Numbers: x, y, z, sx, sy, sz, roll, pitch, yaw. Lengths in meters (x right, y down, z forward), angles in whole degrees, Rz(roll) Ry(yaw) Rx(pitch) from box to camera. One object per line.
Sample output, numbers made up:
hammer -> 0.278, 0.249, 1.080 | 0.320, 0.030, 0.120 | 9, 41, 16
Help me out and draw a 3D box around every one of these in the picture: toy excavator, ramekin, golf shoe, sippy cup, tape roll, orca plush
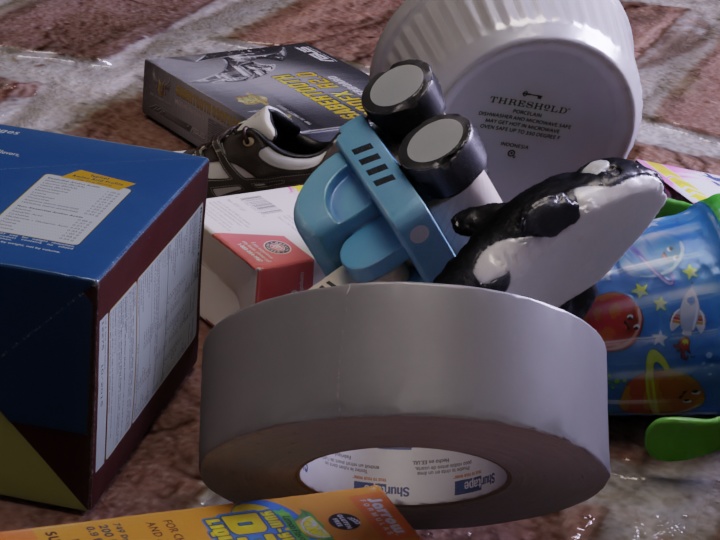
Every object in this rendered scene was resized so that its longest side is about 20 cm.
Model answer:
toy excavator -> 0.000, 0.000, 1.214 | 0.200, 0.100, 0.195 | -33, 39, 2
ramekin -> 0.111, -0.123, 1.509 | 0.202, 0.203, 0.094 | 0, 36, -14
golf shoe -> -0.088, -0.076, 1.467 | 0.200, 0.095, 0.078 | 7, 23, 7
sippy cup -> 0.167, 0.030, 1.239 | 0.130, 0.140, 0.178 | -7, 8, -5
tape roll -> 0.021, 0.071, 1.016 | 0.200, 0.066, 0.200 | 1, -21, 0
orca plush -> 0.075, 0.000, 1.161 | 0.071, 0.200, 0.105 | 45, 6, 38

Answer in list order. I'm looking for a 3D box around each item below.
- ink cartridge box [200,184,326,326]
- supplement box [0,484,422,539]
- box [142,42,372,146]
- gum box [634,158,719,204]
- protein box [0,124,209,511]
ink cartridge box -> -0.008, -0.008, 1.353 | 0.200, 0.068, 0.116 | -10, 27, -30
supplement box -> -0.071, 0.149, 0.959 | 0.200, 0.069, 0.067 | -3, 26, -27
box -> -0.057, -0.125, 1.650 | 0.158, 0.048, 0.200 | -9, 26, -33
gum box -> 0.264, -0.002, 1.380 | 0.113, 0.066, 0.200 | 9, 19, -25
protein box -> -0.208, 0.014, 1.161 | 0.198, 0.135, 0.200 | 9, 23, 10
